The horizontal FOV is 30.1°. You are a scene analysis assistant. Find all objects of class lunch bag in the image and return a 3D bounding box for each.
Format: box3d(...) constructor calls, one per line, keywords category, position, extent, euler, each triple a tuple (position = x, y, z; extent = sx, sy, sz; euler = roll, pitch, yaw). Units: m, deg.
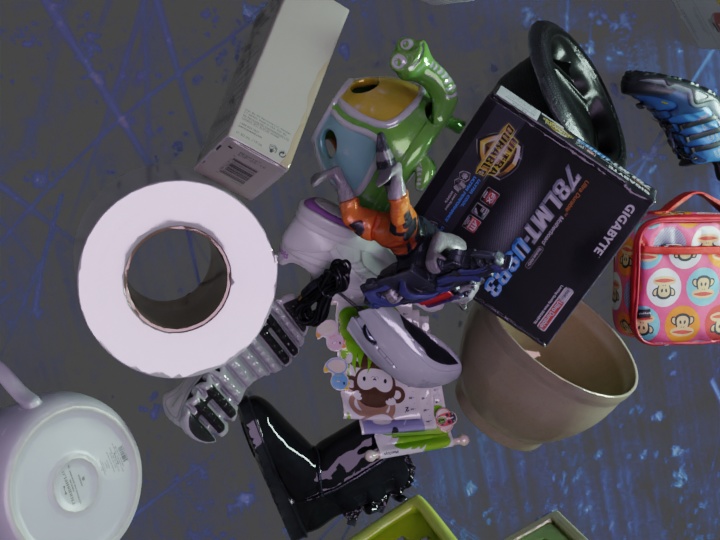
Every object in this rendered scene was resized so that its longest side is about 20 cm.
box3d(category="lunch bag", position=(0.396, -0.004, 1.567), extent=(0.199, 0.082, 0.177), euler=(-1, 97, -15))

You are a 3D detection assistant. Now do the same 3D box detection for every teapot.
box3d(category="teapot", position=(-0.338, 0.213, 1.399), extent=(0.197, 0.146, 0.201), euler=(29, 71, -42))

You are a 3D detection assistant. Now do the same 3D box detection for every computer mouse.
box3d(category="computer mouse", position=(0.024, 0.072, 1.442), extent=(0.200, 0.110, 0.044), euler=(35, 47, -13))

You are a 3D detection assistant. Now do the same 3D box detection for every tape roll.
box3d(category="tape roll", position=(-0.196, -0.003, 1.388), extent=(0.201, 0.139, 0.204), euler=(-3, 101, -14))

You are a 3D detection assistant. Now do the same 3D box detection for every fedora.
box3d(category="fedora", position=(0.211, -0.171, 1.468), extent=(0.091, 0.201, 0.201), euler=(-23, 109, 28))

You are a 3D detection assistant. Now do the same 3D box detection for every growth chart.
box3d(category="growth chart", position=(0.031, 0.115, 1.496), extent=(0.144, 0.018, 0.201), euler=(-13, 83, -20))

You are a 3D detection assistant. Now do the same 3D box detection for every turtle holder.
box3d(category="turtle holder", position=(0.026, -0.142, 1.397), extent=(0.131, 0.186, 0.141), euler=(34, 68, 1))

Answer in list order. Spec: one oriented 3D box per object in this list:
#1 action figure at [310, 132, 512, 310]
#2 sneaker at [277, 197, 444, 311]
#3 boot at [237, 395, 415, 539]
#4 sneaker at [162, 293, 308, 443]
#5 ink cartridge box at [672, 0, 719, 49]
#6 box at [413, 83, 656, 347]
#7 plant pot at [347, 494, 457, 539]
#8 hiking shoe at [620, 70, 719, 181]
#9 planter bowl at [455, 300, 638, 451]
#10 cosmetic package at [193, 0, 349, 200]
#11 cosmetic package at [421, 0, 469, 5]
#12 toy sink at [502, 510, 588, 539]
box3d(category="action figure", position=(0.067, -0.037, 1.321), extent=(0.194, 0.199, 0.105), euler=(50, 50, -29))
box3d(category="sneaker", position=(0.000, 0.000, 1.482), extent=(0.199, 0.075, 0.100), euler=(30, 107, -13))
box3d(category="boot", position=(-0.036, 0.199, 1.502), extent=(0.162, 0.073, 0.199), euler=(-25, 109, -8))
box3d(category="sneaker", position=(-0.137, 0.095, 1.455), extent=(0.200, 0.081, 0.075), euler=(-45, 124, -24))
box3d(category="ink cartridge box", position=(0.451, -0.312, 1.453), extent=(0.145, 0.200, 0.084), euler=(-36, 107, -5))
box3d(category="box", position=(0.166, -0.055, 1.376), extent=(0.198, 0.050, 0.200), euler=(35, 116, 2))
box3d(category="plant pot", position=(0.060, 0.410, 1.495), extent=(0.199, 0.200, 0.182), euler=(-34, 131, -5))
box3d(category="hiking shoe", position=(0.378, -0.163, 1.530), extent=(0.199, 0.074, 0.087), euler=(23, 94, -17))
box3d(category="planter bowl", position=(0.189, 0.114, 1.492), extent=(0.199, 0.201, 0.135), euler=(25, 120, -17))
box3d(category="cosmetic package", position=(-0.090, -0.183, 1.354), extent=(0.073, 0.103, 0.201), euler=(28, 64, -17))
box3d(category="cosmetic package", position=(0.053, -0.394, 1.358), extent=(0.167, 0.166, 0.201), euler=(17, 96, -16))
box3d(category="toy sink", position=(0.225, 0.378, 1.534), extent=(0.130, 0.200, 0.112), euler=(-28, 106, -6))
